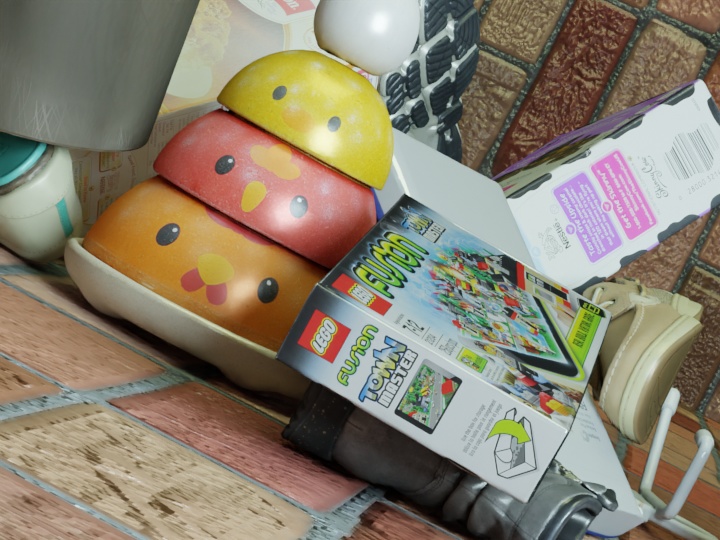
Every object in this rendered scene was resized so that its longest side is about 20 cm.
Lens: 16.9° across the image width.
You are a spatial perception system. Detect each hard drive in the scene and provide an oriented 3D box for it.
[{"bbox_3d":[0.067,0.031,1.195,0.132,0.025,0.200,23,40,-56],"label":"hard drive"}]

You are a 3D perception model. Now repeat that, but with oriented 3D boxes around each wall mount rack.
[{"bbox_3d":[0.129,0.085,1.408,0.200,0.075,0.174,27,2,-3],"label":"wall mount rack"}]

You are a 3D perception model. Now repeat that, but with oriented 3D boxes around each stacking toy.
[{"bbox_3d":[-0.035,-0.052,1.118,0.146,0.200,0.146,26,3,-1],"label":"stacking toy"}]

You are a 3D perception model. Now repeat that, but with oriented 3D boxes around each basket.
[{"bbox_3d":[-0.129,-0.168,1.140,0.136,0.200,0.180,25,17,30],"label":"basket"}]

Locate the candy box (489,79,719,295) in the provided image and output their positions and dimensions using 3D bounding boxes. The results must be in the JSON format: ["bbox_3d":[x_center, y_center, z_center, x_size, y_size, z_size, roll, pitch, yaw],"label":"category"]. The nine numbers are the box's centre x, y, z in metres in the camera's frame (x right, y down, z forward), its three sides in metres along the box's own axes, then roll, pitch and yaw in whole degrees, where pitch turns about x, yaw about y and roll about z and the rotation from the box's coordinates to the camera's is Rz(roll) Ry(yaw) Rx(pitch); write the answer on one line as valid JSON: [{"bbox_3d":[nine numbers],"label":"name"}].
[{"bbox_3d":[0.104,-0.023,1.427,0.072,0.200,0.168,61,-27,-5],"label":"candy box"}]

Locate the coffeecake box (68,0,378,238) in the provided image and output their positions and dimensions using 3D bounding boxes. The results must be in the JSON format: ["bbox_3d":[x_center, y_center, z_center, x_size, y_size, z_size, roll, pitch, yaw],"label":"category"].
[{"bbox_3d":[-0.115,-0.105,1.308,0.200,0.073,0.154,-18,45,-29],"label":"coffeecake box"}]

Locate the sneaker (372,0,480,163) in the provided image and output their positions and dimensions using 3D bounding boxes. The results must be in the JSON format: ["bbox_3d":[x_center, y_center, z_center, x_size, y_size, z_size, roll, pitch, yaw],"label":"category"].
[{"bbox_3d":[0.012,-0.105,1.363,0.080,0.200,0.077,37,51,26],"label":"sneaker"}]

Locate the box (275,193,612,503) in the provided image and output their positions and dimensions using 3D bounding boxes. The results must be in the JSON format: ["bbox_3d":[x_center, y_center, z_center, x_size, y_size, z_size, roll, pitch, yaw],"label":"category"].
[{"bbox_3d":[0.040,0.026,0.982,0.110,0.035,0.200,30,15,3],"label":"box"}]

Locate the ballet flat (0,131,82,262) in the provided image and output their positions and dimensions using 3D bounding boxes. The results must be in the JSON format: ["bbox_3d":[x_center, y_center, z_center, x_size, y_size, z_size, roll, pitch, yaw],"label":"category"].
[{"bbox_3d":[-0.198,-0.056,1.211,0.069,0.070,0.200,24,6,-41],"label":"ballet flat"}]

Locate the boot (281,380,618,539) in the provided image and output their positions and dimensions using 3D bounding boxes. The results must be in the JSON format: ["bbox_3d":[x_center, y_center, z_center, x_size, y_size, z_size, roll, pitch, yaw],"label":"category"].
[{"bbox_3d":[0.046,0.076,1.035,0.132,0.070,0.200,30,14,6],"label":"boot"}]

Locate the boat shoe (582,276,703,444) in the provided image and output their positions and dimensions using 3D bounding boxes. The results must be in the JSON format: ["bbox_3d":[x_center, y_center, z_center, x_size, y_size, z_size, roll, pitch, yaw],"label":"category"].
[{"bbox_3d":[0.140,0.043,1.288,0.064,0.071,0.200,26,8,7],"label":"boat shoe"}]
